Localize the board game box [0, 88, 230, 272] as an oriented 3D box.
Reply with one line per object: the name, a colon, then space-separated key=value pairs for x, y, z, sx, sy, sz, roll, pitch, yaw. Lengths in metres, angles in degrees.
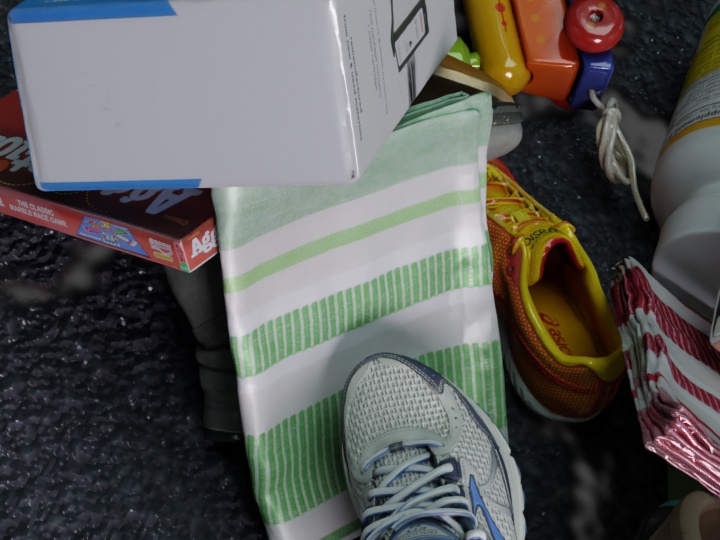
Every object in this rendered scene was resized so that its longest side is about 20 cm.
board game box: x=-0.116 y=-0.053 z=0.885 sx=0.199 sy=0.020 sz=0.103 roll=16 pitch=43 yaw=39

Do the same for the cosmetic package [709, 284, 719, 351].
cosmetic package: x=0.278 y=0.035 z=0.925 sx=0.200 sy=0.087 sz=0.104 roll=35 pitch=55 yaw=-21

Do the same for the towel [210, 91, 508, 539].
towel: x=0.007 y=0.029 z=0.867 sx=0.152 sy=0.201 sz=0.023 roll=-22 pitch=32 yaw=-31

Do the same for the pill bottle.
pill bottle: x=0.225 y=-0.064 z=1.043 sx=0.112 sy=0.113 sz=0.201 roll=28 pitch=52 yaw=-3

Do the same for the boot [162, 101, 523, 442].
boot: x=0.000 y=0.000 z=0.913 sx=0.199 sy=0.068 sz=0.131 roll=-21 pitch=100 yaw=-12

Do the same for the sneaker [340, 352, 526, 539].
sneaker: x=0.035 y=0.116 z=0.788 sx=0.077 sy=0.085 sz=0.201 roll=-23 pitch=62 yaw=7

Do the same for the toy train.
toy train: x=0.086 y=-0.114 z=1.051 sx=0.115 sy=0.085 sz=0.201 roll=-7 pitch=69 yaw=-7

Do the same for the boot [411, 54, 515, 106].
boot: x=0.009 y=-0.153 z=1.007 sx=0.200 sy=0.071 sz=0.145 roll=15 pitch=60 yaw=19

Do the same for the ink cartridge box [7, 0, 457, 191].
ink cartridge box: x=-0.049 y=-0.109 z=0.841 sx=0.145 sy=0.085 sz=0.200 roll=-2 pitch=23 yaw=16

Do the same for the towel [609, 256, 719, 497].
towel: x=0.184 y=0.070 z=0.883 sx=0.144 sy=0.023 sz=0.200 roll=35 pitch=19 yaw=-11

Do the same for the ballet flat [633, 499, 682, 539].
ballet flat: x=0.201 y=0.195 z=0.896 sx=0.068 sy=0.068 sz=0.200 roll=-31 pitch=76 yaw=-26

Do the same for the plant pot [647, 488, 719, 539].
plant pot: x=0.161 y=0.223 z=0.784 sx=0.200 sy=0.175 sz=0.200 roll=32 pitch=19 yaw=-12

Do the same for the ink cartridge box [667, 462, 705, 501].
ink cartridge box: x=0.263 y=0.099 z=0.999 sx=0.199 sy=0.048 sz=0.146 roll=15 pitch=55 yaw=-15

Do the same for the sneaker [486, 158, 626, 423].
sneaker: x=0.082 y=-0.017 z=0.980 sx=0.073 sy=0.077 sz=0.200 roll=-22 pitch=65 yaw=-30
